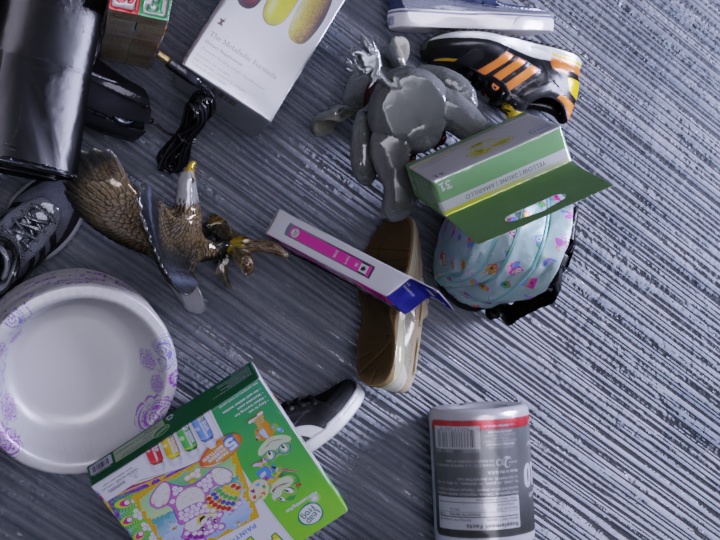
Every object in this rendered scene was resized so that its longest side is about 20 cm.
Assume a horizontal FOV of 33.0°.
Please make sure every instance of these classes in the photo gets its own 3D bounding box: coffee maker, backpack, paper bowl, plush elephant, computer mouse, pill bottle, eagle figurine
[{"bbox_3d":[-0.319,-0.191,1.151,0.134,0.192,0.201,9,87,-14],"label":"coffee maker"},{"bbox_3d":[0.154,-0.029,1.332,0.126,0.200,0.168,11,85,-14],"label":"backpack"},{"bbox_3d":[-0.294,0.097,1.240,0.200,0.104,0.202,-6,106,-20],"label":"paper bowl"},{"bbox_3d":[0.037,-0.172,1.343,0.165,0.155,0.200,-39,106,-3],"label":"plush elephant"},{"bbox_3d":[-0.250,-0.186,1.266,0.200,0.140,0.046,36,43,-10],"label":"computer mouse"},{"bbox_3d":[0.137,0.251,1.359,0.113,0.114,0.201,-2,88,-15],"label":"pill bottle"},{"bbox_3d":[-0.201,-0.044,1.253,0.200,0.151,0.152,7,64,-50],"label":"eagle figurine"}]

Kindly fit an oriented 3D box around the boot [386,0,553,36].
[{"bbox_3d":[0.130,-0.320,1.405,0.199,0.073,0.091,1,93,-14],"label":"boot"}]

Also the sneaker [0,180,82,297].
[{"bbox_3d":[-0.350,-0.031,1.243,0.075,0.114,0.200,43,78,-9],"label":"sneaker"}]

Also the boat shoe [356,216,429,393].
[{"bbox_3d":[0.042,0.038,1.374,0.065,0.072,0.201,24,66,-49],"label":"boat shoe"}]

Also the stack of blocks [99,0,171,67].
[{"bbox_3d":[-0.226,-0.290,1.244,0.058,0.200,0.116,9,83,-14],"label":"stack of blocks"}]

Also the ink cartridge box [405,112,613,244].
[{"bbox_3d":[0.140,-0.095,1.195,0.145,0.200,0.048,-24,108,-6],"label":"ink cartridge box"}]

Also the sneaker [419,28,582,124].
[{"bbox_3d":[0.164,-0.221,1.411,0.199,0.070,0.090,7,82,-16],"label":"sneaker"}]

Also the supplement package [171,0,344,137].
[{"bbox_3d":[-0.103,-0.265,1.322,0.114,0.110,0.200,32,80,-12],"label":"supplement package"}]

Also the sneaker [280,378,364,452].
[{"bbox_3d":[-0.099,0.158,1.320,0.200,0.073,0.112,-39,100,-12],"label":"sneaker"}]

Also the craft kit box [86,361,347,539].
[{"bbox_3d":[-0.144,0.227,1.256,0.200,0.049,0.198,-33,120,-4],"label":"craft kit box"}]

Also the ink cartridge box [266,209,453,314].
[{"bbox_3d":[0.000,0.000,1.299,0.199,0.095,0.037,25,84,19],"label":"ink cartridge box"}]
